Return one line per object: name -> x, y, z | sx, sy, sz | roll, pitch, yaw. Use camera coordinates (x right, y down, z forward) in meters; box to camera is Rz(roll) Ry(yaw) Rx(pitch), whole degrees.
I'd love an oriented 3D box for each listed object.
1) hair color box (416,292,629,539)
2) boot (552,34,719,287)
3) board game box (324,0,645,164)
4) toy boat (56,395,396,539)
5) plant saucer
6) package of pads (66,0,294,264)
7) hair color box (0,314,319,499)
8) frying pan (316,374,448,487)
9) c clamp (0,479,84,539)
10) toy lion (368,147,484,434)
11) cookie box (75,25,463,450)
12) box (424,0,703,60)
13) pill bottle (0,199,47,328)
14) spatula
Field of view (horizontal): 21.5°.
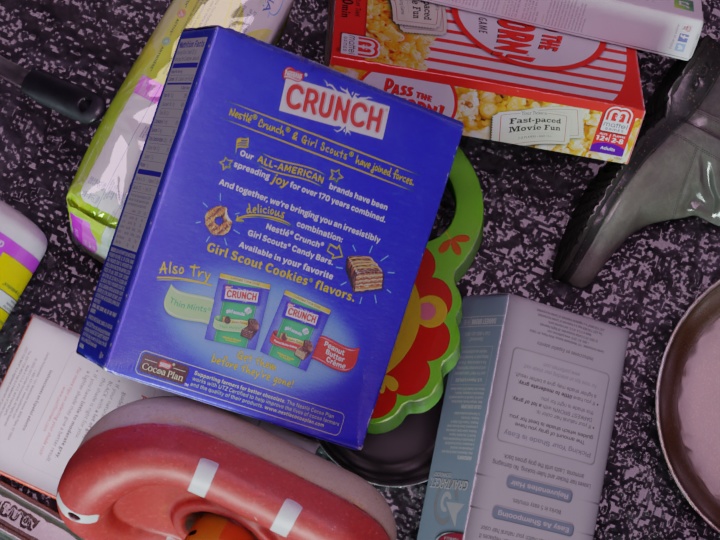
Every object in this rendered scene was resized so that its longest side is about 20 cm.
hair color box -> 0.100, 0.124, 1.205 | 0.098, 0.060, 0.202 | 16, 79, -27
boot -> 0.227, -0.046, 1.256 | 0.130, 0.068, 0.201 | 37, 82, -4
board game box -> 0.077, -0.146, 1.220 | 0.198, 0.047, 0.152 | 9, 41, -6
toy boat -> -0.085, 0.166, 1.094 | 0.199, 0.131, 0.131 | 25, 54, 0
plant saucer -> 0.289, 0.092, 1.254 | 0.198, 0.032, 0.202 | 1, 82, -4
package of pads -> -0.114, -0.101, 1.190 | 0.068, 0.155, 0.201 | 28, 80, -4
hair color box -> -0.136, 0.116, 1.206 | 0.199, 0.061, 0.102 | 25, 81, 1
frying pan -> 0.007, 0.049, 1.238 | 0.114, 0.031, 0.192 | -15, 76, -15
c clamp -> -0.253, 0.215, 1.200 | 0.199, 0.027, 0.172 | 35, 81, 1
toy lion -> 0.000, 0.000, 1.209 | 0.199, 0.069, 0.192 | -38, 72, -9
cookie box -> -0.051, -0.019, 1.101 | 0.170, 0.075, 0.202 | 20, 88, -25
box -> 0.124, -0.210, 1.244 | 0.198, 0.037, 0.145 | 14, 40, -3
pill bottle -> -0.286, 0.040, 1.185 | 0.104, 0.104, 0.201 | 29, 81, 1
spatula -> -0.221, -0.127, 1.196 | 0.199, 0.021, 0.057 | 26, 80, 38
